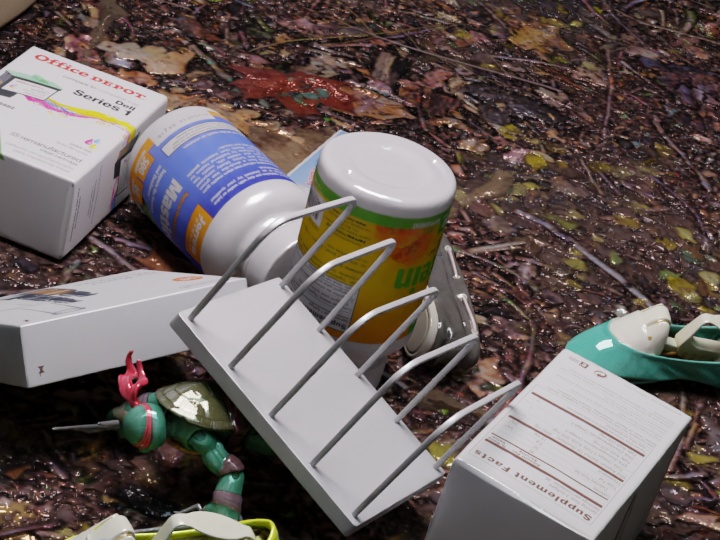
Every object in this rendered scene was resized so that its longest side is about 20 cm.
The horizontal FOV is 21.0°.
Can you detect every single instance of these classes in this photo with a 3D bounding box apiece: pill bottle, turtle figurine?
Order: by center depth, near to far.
[{"bbox_3d":[-0.112,0.125,1.412,0.200,0.101,0.150,1,39,-36],"label":"turtle figurine"},{"bbox_3d":[0.000,0.000,1.554,0.111,0.200,0.111,11,32,-7],"label":"pill bottle"},{"bbox_3d":[-0.107,-0.047,1.667,0.112,0.112,0.200,-11,40,-37],"label":"pill bottle"}]

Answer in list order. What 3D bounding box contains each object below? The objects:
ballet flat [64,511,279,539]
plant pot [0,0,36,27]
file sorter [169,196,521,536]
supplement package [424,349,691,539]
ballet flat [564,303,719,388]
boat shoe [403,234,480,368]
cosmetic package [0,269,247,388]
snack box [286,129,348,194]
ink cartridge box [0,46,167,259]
[{"bbox_3d":[-0.145,0.194,1.309,0.199,0.067,0.067,0,35,-24],"label":"ballet flat"},{"bbox_3d":[-0.411,-0.350,1.954,0.199,0.200,0.177,14,42,-3],"label":"plant pot"},{"bbox_3d":[-0.005,0.060,1.397,0.200,0.125,0.139,49,29,13],"label":"file sorter"},{"bbox_3d":[0.143,0.166,1.434,0.117,0.117,0.200,29,34,17],"label":"supplement package"},{"bbox_3d":[0.276,0.063,1.703,0.199,0.071,0.067,7,33,-14],"label":"ballet flat"},{"bbox_3d":[0.063,0.017,1.696,0.057,0.067,0.200,22,33,-22],"label":"boat shoe"},{"bbox_3d":[-0.206,0.041,1.478,0.200,0.052,0.151,-13,12,-38],"label":"cosmetic package"},{"bbox_3d":[-0.031,-0.078,1.833,0.072,0.024,0.200,23,32,14],"label":"snack box"},{"bbox_3d":[-0.278,-0.109,1.715,0.145,0.084,0.200,21,31,9],"label":"ink cartridge box"}]
